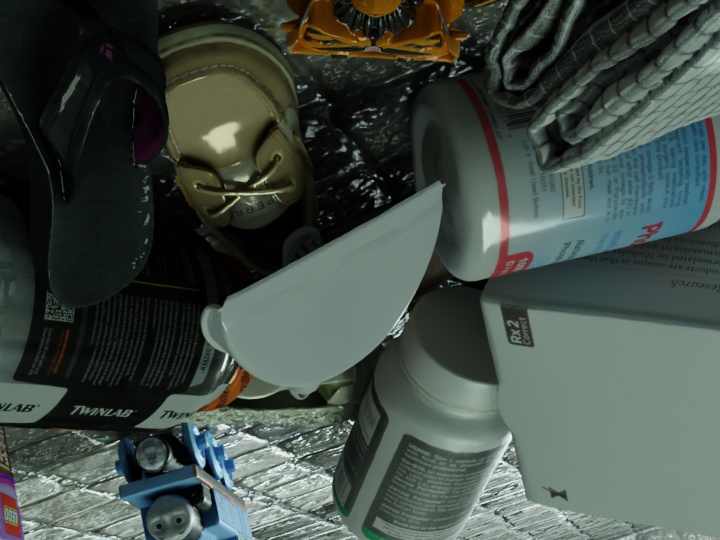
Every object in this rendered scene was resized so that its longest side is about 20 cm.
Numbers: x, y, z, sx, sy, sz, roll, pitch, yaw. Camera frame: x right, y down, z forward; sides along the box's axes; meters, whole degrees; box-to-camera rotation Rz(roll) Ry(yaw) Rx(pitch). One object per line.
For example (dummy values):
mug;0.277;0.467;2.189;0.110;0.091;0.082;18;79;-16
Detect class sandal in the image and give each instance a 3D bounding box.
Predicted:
sandal;-0.107;-0.059;0.535;0.075;0.048;0.201;-33;145;-30

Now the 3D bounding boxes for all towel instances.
towel;0.164;-0.135;0.537;0.165;0.086;0.200;-21;166;-37

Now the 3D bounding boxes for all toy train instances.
toy train;-0.153;0.206;1.132;0.087;0.114;0.200;-18;159;1

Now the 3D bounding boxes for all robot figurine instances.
robot figurine;0.005;-0.122;0.463;0.145;0.058;0.200;3;173;1

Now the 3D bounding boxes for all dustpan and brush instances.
dustpan and brush;-0.025;0.030;0.699;0.139;0.057;0.200;-30;146;-21

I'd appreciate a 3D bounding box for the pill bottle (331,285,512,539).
pill bottle;0.055;0.114;0.948;0.113;0.113;0.200;-6;138;-26

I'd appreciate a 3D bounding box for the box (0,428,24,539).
box;-0.260;0.088;0.738;0.039;0.137;0.200;-17;159;2

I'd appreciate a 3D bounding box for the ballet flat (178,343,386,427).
ballet flat;-0.049;0.086;0.966;0.200;0.072;0.072;-6;156;-29

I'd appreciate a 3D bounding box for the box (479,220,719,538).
box;0.201;0.057;0.810;0.200;0.131;0.199;7;135;27

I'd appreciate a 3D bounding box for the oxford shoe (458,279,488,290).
oxford shoe;0.139;0.008;0.930;0.074;0.071;0.200;11;145;-40

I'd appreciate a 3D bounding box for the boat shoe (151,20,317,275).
boat shoe;-0.056;-0.052;0.638;0.074;0.069;0.200;-19;158;5

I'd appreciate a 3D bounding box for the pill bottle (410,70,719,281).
pill bottle;0.135;-0.066;0.692;0.200;0.109;0.109;-12;158;-11

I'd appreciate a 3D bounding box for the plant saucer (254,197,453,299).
plant saucer;0.000;0.000;0.811;0.200;0.037;0.200;-25;169;-5

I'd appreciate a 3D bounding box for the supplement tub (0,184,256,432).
supplement tub;-0.153;0.024;0.681;0.122;0.123;0.200;-31;154;33
